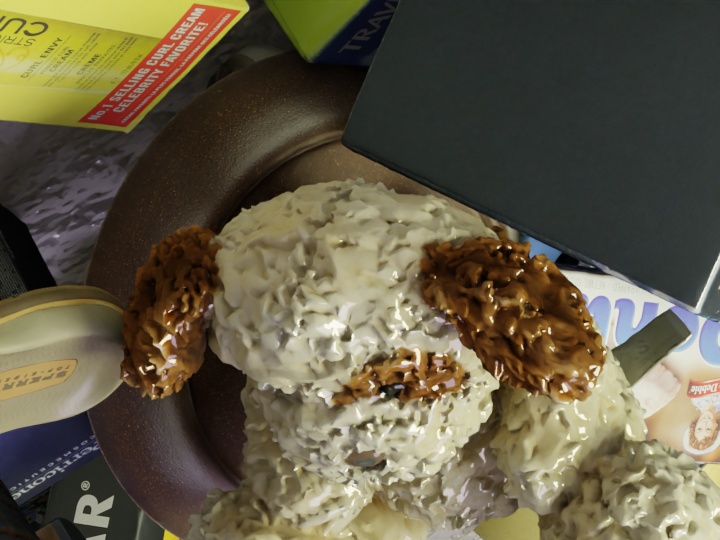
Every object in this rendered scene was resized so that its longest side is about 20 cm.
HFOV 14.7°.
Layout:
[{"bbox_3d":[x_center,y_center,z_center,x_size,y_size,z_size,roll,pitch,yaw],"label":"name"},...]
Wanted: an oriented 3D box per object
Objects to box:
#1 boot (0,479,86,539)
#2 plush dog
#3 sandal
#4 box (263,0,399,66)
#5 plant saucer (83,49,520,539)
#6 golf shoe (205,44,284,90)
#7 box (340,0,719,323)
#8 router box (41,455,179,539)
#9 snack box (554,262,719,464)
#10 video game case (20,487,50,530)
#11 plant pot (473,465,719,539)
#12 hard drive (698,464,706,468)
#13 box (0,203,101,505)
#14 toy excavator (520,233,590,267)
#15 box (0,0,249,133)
[{"bbox_3d":[-0.151,0.133,1.038,0.097,0.075,0.200,-34,161,1],"label":"boot"},{"bbox_3d":[0.018,0.027,0.932,0.199,0.161,0.172,-4,154,23],"label":"plush dog"},{"bbox_3d":[-0.149,0.055,0.892,0.199,0.054,0.080,-14,153,-38],"label":"sandal"},{"bbox_3d":[0.053,-0.129,1.043,0.199,0.048,0.122,-3,144,-51],"label":"box"},{"bbox_3d":[-0.012,0.017,1.054,0.199,0.032,0.201,-10,108,-33],"label":"plant saucer"},{"bbox_3d":[0.011,-0.024,1.122,0.092,0.072,0.200,-46,124,-14],"label":"golf shoe"},{"bbox_3d":[0.114,-0.048,0.992,0.200,0.148,0.108,19,97,-61],"label":"box"},{"bbox_3d":[-0.106,0.171,1.269,0.051,0.201,0.149,7,167,17],"label":"router box"},{"bbox_3d":[0.071,0.033,1.082,0.199,0.024,0.072,7,98,-36],"label":"snack box"},{"bbox_3d":[-0.100,0.062,1.316,0.199,0.022,0.182,-30,159,-2],"label":"video game case"},{"bbox_3d":[0.152,0.058,1.446,0.199,0.200,0.143,-14,128,-37],"label":"plant pot"},{"bbox_3d":[0.120,0.020,1.260,0.038,0.200,0.140,36,106,-31],"label":"hard drive"},{"bbox_3d":[-0.192,0.034,1.010,0.148,0.105,0.200,-33,159,5],"label":"box"},{"bbox_3d":[0.000,0.000,1.204,0.200,0.100,0.195,32,99,-36],"label":"toy excavator"},{"bbox_3d":[-0.128,-0.088,0.890,0.075,0.050,0.200,-42,157,27],"label":"box"}]
